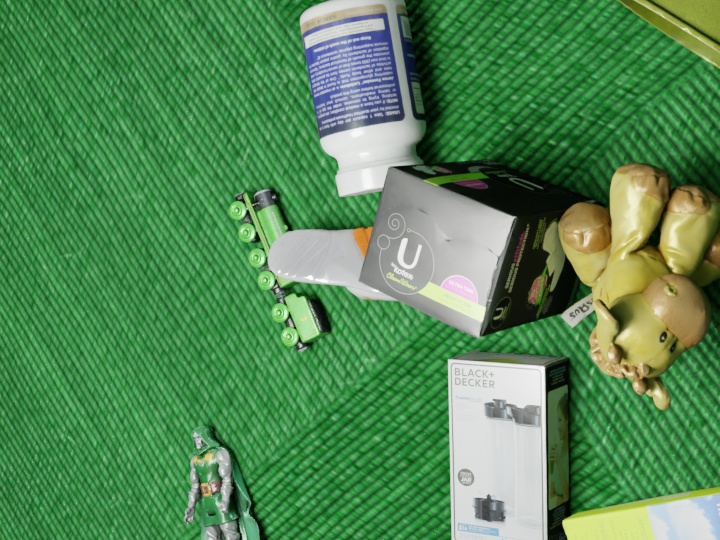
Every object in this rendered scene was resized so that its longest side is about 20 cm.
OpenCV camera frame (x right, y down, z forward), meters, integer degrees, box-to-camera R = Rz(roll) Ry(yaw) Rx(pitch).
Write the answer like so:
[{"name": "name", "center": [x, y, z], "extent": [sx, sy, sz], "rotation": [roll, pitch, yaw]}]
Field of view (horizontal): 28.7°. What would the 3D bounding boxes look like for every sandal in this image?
[{"name": "sandal", "center": [0.001, -0.008, 1.549], "extent": [0.206, 0.059, 0.079], "rotation": [7, 74, 22]}]

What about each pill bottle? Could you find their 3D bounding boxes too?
[{"name": "pill bottle", "center": [0.007, -0.184, 1.493], "extent": [0.116, 0.116, 0.200], "rotation": [-10, 89, 34]}]

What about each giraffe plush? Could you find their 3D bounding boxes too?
[{"name": "giraffe plush", "center": [0.258, 0.027, 1.289], "extent": [0.172, 0.162, 0.200], "rotation": [25, 120, -12]}]

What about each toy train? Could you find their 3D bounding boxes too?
[{"name": "toy train", "center": [-0.092, -0.004, 1.625], "extent": [0.056, 0.042, 0.200], "rotation": [-26, 81, 23]}]

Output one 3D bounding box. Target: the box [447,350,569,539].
[{"name": "box", "center": [0.154, 0.188, 1.470], "extent": [0.117, 0.060, 0.200], "rotation": [4, 97, 33]}]

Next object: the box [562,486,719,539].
[{"name": "box", "center": [0.309, 0.284, 1.387], "extent": [0.200, 0.048, 0.122], "rotation": [-17, 87, 33]}]

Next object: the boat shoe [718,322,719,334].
[{"name": "boat shoe", "center": [0.418, 0.092, 1.279], "extent": [0.200, 0.071, 0.069], "rotation": [45, 119, 23]}]

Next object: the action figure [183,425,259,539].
[{"name": "action figure", "center": [-0.172, 0.286, 1.704], "extent": [0.118, 0.055, 0.200], "rotation": [-18, 81, 36]}]

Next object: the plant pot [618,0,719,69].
[{"name": "plant pot", "center": [0.348, -0.277, 1.229], "extent": [0.200, 0.200, 0.193], "rotation": [38, 102, 24]}]

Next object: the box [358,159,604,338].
[{"name": "box", "center": [0.121, -0.028, 1.384], "extent": [0.148, 0.200, 0.124], "rotation": [24, 108, 29]}]
